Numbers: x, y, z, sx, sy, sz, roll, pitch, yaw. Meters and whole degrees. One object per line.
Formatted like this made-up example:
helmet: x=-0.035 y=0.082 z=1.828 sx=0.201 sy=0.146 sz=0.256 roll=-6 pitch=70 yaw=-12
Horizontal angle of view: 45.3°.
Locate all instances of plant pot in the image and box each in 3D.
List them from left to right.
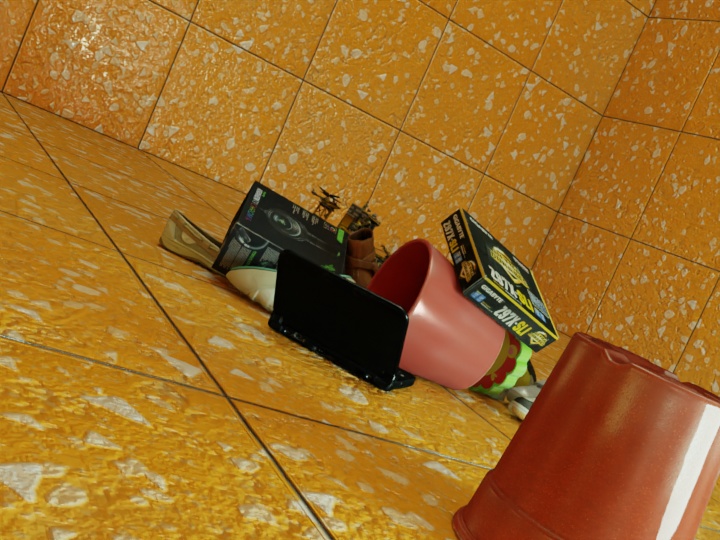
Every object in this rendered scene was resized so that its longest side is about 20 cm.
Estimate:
plant pot: x=0.110 y=0.080 z=1.318 sx=0.177 sy=0.201 sz=0.200 roll=34 pitch=2 yaw=-19
plant pot: x=0.208 y=0.170 z=0.731 sx=0.199 sy=0.197 sz=0.201 roll=24 pitch=5 yaw=-2

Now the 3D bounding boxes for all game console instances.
game console: x=-0.014 y=0.067 z=1.166 sx=0.199 sy=0.117 sz=0.176 roll=27 pitch=6 yaw=21

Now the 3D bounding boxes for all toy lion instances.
toy lion: x=0.195 y=0.118 z=1.449 sx=0.068 sy=0.193 sz=0.199 roll=16 pitch=-31 yaw=-40

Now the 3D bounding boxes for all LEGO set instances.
LEGO set: x=-0.007 y=-0.082 z=1.653 sx=0.200 sy=0.116 sz=0.153 roll=35 pitch=-2 yaw=-42

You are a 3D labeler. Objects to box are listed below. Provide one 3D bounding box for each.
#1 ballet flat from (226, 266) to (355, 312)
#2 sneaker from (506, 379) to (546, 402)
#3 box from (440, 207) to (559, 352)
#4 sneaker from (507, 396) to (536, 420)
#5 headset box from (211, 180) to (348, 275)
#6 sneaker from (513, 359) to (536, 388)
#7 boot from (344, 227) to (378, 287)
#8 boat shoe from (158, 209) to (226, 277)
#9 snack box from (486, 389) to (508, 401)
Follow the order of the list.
ballet flat: x=-0.105 y=0.034 z=1.285 sx=0.198 sy=0.070 sz=0.069 roll=3 pitch=5 yaw=2
sneaker: x=0.332 y=0.196 z=1.471 sx=0.199 sy=0.116 sz=0.075 roll=20 pitch=6 yaw=-40
box: x=0.214 y=0.016 z=1.328 sx=0.200 sy=0.049 sz=0.160 roll=37 pitch=29 yaw=-34
sneaker: x=0.319 y=0.216 z=1.375 sx=0.199 sy=0.088 sz=0.076 roll=19 pitch=9 yaw=-34
headset box: x=-0.118 y=-0.029 z=1.395 sx=0.199 sy=0.093 sz=0.175 roll=30 pitch=26 yaw=-11
sneaker: x=0.250 y=0.152 z=1.603 sx=0.201 sy=0.076 sz=0.075 roll=57 pitch=-27 yaw=9
boot: x=0.000 y=0.000 z=1.550 sx=0.076 sy=0.157 sz=0.200 roll=1 pitch=13 yaw=11
boat shoe: x=-0.233 y=-0.033 z=1.431 sx=0.199 sy=0.064 sz=0.073 roll=25 pitch=5 yaw=3
snack box: x=0.201 y=0.131 z=1.510 sx=0.037 sy=0.117 sz=0.200 roll=20 pitch=7 yaw=-36
